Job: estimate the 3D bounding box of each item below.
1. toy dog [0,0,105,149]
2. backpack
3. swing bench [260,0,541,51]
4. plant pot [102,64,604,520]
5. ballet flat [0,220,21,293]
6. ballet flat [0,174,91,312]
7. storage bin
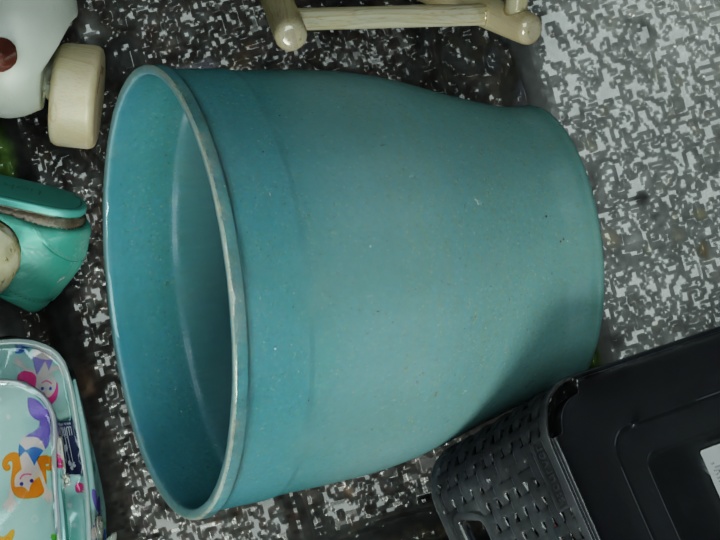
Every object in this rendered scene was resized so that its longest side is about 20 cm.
[{"bbox_3d":[-0.161,-0.153,1.369,0.131,0.096,0.201,-13,87,-5],"label":"toy dog"},{"bbox_3d":[-0.196,0.136,1.325,0.177,0.151,0.201,-7,91,-6],"label":"backpack"},{"bbox_3d":[-0.007,-0.223,1.317,0.129,0.200,0.200,-3,114,-26],"label":"swing bench"},{"bbox_3d":[0.000,0.000,1.331,0.187,0.200,0.201,-6,86,-20],"label":"plant pot"},{"bbox_3d":[-0.244,0.018,1.342,0.199,0.057,0.067,-15,119,16],"label":"ballet flat"},{"bbox_3d":[-0.226,-0.028,1.374,0.199,0.067,0.071,20,104,0],"label":"ballet flat"},{"bbox_3d":[0.148,0.106,1.322,0.200,0.094,0.136,-15,78,-39],"label":"storage bin"}]
